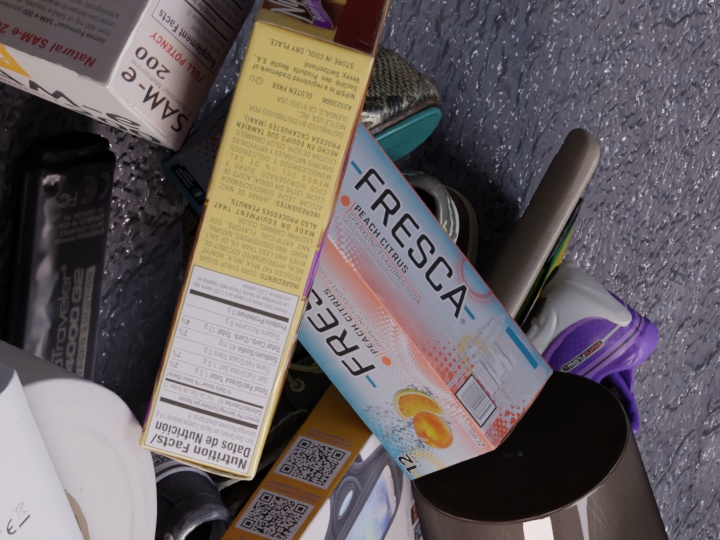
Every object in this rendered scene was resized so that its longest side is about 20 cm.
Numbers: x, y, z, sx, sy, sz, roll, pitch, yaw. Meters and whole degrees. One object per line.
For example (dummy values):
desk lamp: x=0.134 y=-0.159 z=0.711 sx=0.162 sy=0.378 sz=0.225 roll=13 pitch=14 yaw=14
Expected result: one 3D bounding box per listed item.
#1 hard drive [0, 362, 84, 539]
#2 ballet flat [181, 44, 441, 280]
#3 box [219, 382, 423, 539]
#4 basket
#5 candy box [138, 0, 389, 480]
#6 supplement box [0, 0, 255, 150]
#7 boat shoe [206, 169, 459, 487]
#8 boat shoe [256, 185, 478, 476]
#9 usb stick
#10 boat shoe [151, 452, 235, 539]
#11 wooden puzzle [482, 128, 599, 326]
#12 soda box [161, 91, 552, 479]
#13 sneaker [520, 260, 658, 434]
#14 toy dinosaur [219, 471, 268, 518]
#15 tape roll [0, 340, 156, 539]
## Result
hard drive: x=-0.160 y=0.148 z=1.163 sx=0.132 sy=0.027 sz=0.201 roll=-48 pitch=143 yaw=-29
ballet flat: x=-0.042 y=-0.058 z=1.445 sx=0.200 sy=0.075 sz=0.068 roll=-38 pitch=167 yaw=-39
box: x=-0.008 y=0.121 z=1.425 sx=0.200 sy=0.041 sz=0.120 roll=-52 pitch=149 yaw=-40
basket: x=0.100 y=0.161 z=1.468 sx=0.181 sy=0.135 sz=0.201 roll=-76 pitch=155 yaw=-51
candy box: x=-0.039 y=-0.025 z=1.249 sx=0.117 sy=0.056 sz=0.201 roll=-76 pitch=-176 yaw=-68
supplement box: x=-0.095 y=-0.168 z=1.244 sx=0.201 sy=0.126 sz=0.074 roll=-63 pitch=150 yaw=-8
boat shoe: x=-0.028 y=0.028 z=1.477 sx=0.202 sy=0.072 sz=0.060 roll=-47 pitch=175 yaw=-3
boat shoe: x=-0.006 y=0.033 z=1.557 sx=0.201 sy=0.072 sz=0.072 roll=-56 pitch=148 yaw=-8
usb stick: x=-0.149 y=0.033 z=1.372 sx=0.055 sy=0.033 sz=0.201 roll=-14 pitch=120 yaw=-45
boat shoe: x=-0.097 y=0.189 z=1.399 sx=0.071 sy=0.068 sz=0.201 roll=-1 pitch=117 yaw=-34
wooden puzzle: x=0.078 y=0.026 z=1.619 sx=0.186 sy=0.037 sz=0.200 roll=-61 pitch=179 yaw=-13
soda box: x=0.000 y=0.000 z=1.363 sx=0.200 sy=0.068 sz=0.064 roll=53 pitch=49 yaw=-13
sneaker: x=0.110 y=0.083 z=1.605 sx=0.081 sy=0.083 sz=0.200 roll=-58 pitch=174 yaw=-36
toy dinosaur: x=-0.070 y=0.150 z=1.498 sx=0.077 sy=0.102 sz=0.201 roll=24 pitch=93 yaw=-20
tape roll: x=-0.202 y=0.118 z=1.239 sx=0.202 sy=0.139 sz=0.204 roll=-33 pitch=133 yaw=-43
